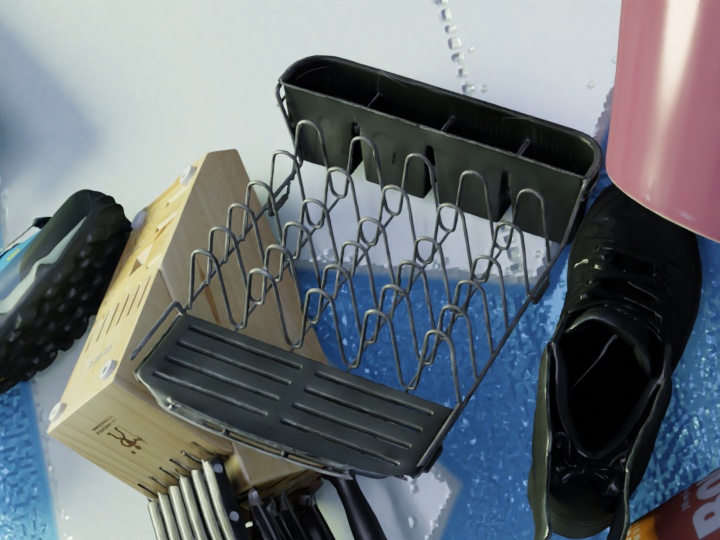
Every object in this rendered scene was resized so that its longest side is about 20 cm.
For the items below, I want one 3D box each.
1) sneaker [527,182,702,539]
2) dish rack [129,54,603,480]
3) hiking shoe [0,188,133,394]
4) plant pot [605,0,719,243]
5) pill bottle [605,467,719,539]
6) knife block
[{"bbox_3d":[0.105,0.036,1.048,0.060,0.104,0.200,14,68,5],"label":"sneaker"},{"bbox_3d":[0.000,0.000,1.092,0.153,0.055,0.200,18,47,20],"label":"dish rack"},{"bbox_3d":[-0.195,0.024,1.206,0.200,0.074,0.087,-45,73,11],"label":"hiking shoe"},{"bbox_3d":[0.186,-0.105,1.027,0.200,0.200,0.179,23,109,20],"label":"plant pot"},{"bbox_3d":[0.159,0.139,1.045,0.200,0.112,0.112,-34,75,14],"label":"pill bottle"},{"bbox_3d":[-0.042,0.069,1.149,0.064,0.175,0.200,-36,27,46],"label":"knife block"}]
